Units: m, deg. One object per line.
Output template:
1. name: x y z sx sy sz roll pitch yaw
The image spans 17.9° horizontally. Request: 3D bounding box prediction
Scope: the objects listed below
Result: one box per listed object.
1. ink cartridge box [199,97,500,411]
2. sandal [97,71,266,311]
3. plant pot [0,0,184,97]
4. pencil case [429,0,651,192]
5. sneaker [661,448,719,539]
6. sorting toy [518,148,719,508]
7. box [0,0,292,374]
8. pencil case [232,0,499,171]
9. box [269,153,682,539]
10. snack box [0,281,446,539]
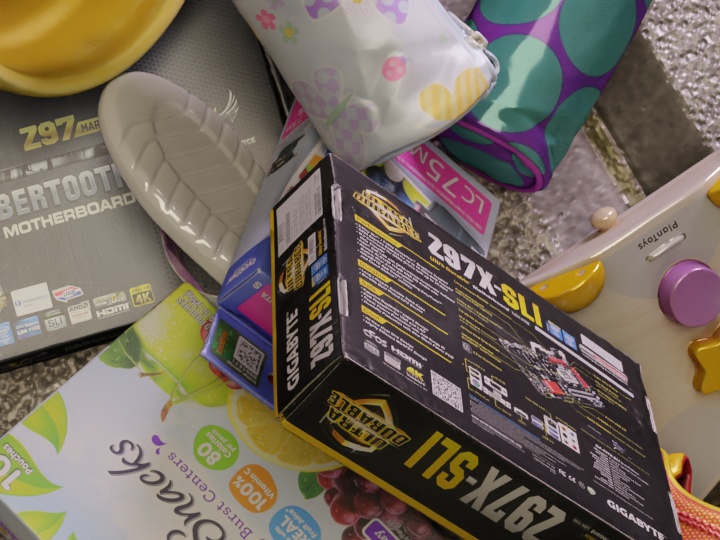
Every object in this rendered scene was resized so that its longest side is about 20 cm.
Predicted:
1. ink cartridge box: 0.000 0.000 1.110 0.119 0.042 0.200 39 41 -18
2. sandal: -0.065 -0.009 1.124 0.203 0.082 0.050 49 125 0
3. plant pot: -0.201 -0.201 1.118 0.189 0.201 0.201 18 79 36
4. pencil case: 0.101 -0.144 1.189 0.092 0.085 0.200 21 79 39
5. sneaker: 0.119 0.115 1.128 0.200 0.073 0.077 28 63 38
6. sorting toy: 0.176 0.043 1.172 0.200 0.107 0.180 -33 104 -7
7. box: -0.130 -0.046 1.177 0.200 0.051 0.158 -15 83 -7
8. pencil case: -0.019 -0.144 1.081 0.091 0.083 0.200 -28 102 34
9. box: 0.051 0.054 1.018 0.200 0.160 0.049 33 115 -23
10. snack box: -0.065 0.124 1.069 0.200 0.053 0.142 44 67 9
